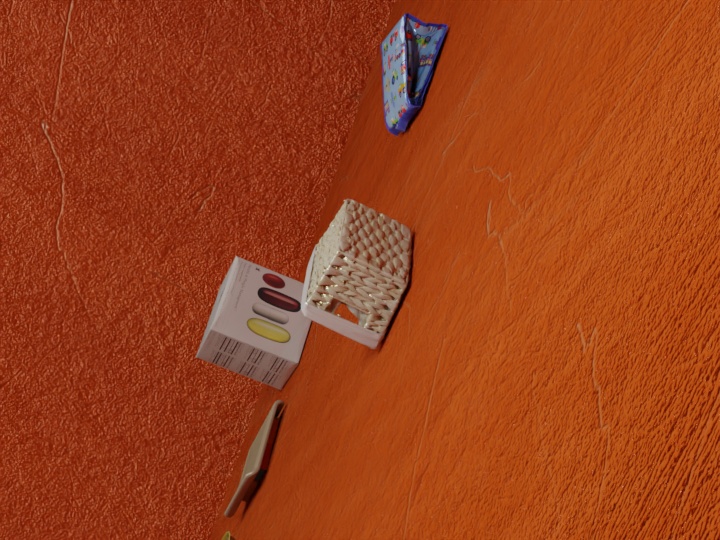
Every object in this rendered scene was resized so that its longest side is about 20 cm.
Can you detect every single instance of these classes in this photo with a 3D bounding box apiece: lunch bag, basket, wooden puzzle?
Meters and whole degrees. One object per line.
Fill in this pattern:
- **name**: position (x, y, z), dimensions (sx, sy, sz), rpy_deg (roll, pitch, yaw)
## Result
- **lunch bag**: position (0.087, -0.360, 2.871), dimensions (0.151, 0.093, 0.201), rpy_deg (139, 142, -68)
- **basket**: position (0.000, 0.000, 2.286), dimensions (0.124, 0.135, 0.200), rpy_deg (-60, 11, 28)
- **wooden puzzle**: position (-0.209, 0.384, 3.058), dimensions (0.185, 0.037, 0.201), rpy_deg (119, 173, -48)

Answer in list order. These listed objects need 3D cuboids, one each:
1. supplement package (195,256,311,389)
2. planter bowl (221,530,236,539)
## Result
- **supplement package**: position (-0.216, 0.113, 3.211), dimensions (0.147, 0.199, 0.192), rpy_deg (125, 164, -57)
- **planter bowl**: position (-0.214, 0.536, 2.478), dimensions (0.200, 0.083, 0.202), rpy_deg (-159, 90, -82)
